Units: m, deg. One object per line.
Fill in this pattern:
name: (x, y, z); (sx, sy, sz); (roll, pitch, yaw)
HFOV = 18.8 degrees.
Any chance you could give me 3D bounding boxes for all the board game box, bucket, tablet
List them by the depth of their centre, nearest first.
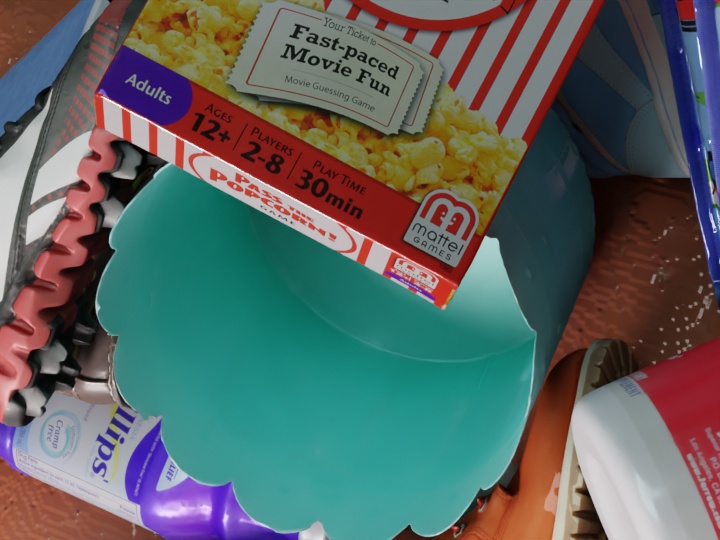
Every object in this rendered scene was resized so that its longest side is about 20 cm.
board game box: (0.013, -0.110, 0.823); (0.151, 0.046, 0.201); (27, 76, 1)
bucket: (0.000, 0.000, 0.943); (0.206, 0.135, 0.208); (10, 122, 17)
tablet: (-0.186, -0.057, 1.092); (0.200, 0.014, 0.131); (-32, 35, 49)

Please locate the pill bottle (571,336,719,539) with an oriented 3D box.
pill bottle: (0.194, 0.066, 0.868); (0.199, 0.112, 0.113); (-22, 64, -4)

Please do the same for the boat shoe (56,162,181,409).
boat shoe: (-0.095, -0.019, 1.051); (0.059, 0.072, 0.201); (4, 54, 16)

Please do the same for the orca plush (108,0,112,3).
orca plush: (-0.106, -0.159, 1.028); (0.200, 0.105, 0.071); (56, 140, 11)

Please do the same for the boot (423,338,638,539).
boot: (0.063, 0.121, 0.961); (0.107, 0.075, 0.201); (10, 80, 33)

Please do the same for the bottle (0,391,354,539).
bottle: (-0.085, 0.088, 1.045); (0.199, 0.065, 0.084); (21, 79, 29)

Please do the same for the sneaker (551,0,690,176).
sneaker: (0.092, -0.125, 0.962); (0.130, 0.079, 0.201); (-6, 111, 41)

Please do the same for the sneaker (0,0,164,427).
sneaker: (-0.145, -0.035, 0.948); (0.098, 0.071, 0.201); (26, 104, 5)

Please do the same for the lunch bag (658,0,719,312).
lunch bag: (0.210, -0.062, 0.888); (0.150, 0.201, 0.094); (-15, 32, 1)
